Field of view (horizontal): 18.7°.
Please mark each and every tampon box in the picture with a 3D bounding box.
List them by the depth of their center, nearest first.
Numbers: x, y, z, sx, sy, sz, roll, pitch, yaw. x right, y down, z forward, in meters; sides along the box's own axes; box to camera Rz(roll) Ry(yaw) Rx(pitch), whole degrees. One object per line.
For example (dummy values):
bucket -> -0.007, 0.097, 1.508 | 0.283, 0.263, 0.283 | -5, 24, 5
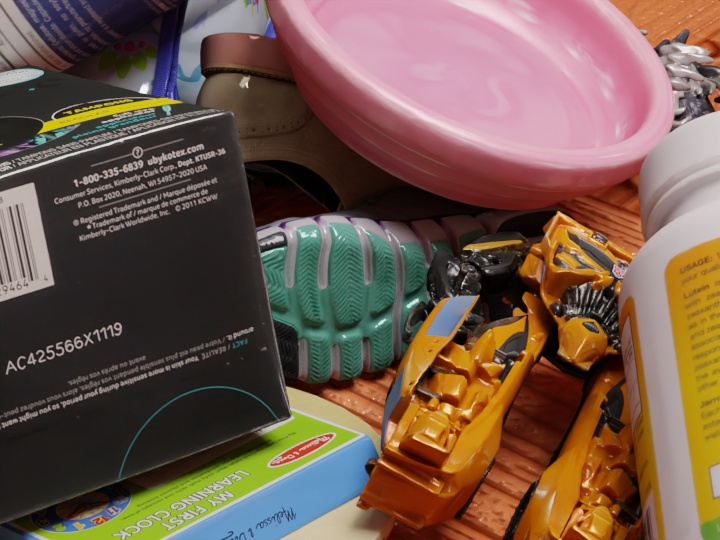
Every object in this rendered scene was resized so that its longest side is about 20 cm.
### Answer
tampon box -> -0.147, 0.002, 0.878 | 0.149, 0.127, 0.199 | -19, 19, -29

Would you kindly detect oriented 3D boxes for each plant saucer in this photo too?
plant saucer -> 0.046, -0.094, 1.008 | 0.199, 0.051, 0.201 | 17, 34, -12

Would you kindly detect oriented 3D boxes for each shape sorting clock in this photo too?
shape sorting clock -> -0.083, 0.092, 0.862 | 0.198, 0.040, 0.200 | -5, 21, 2

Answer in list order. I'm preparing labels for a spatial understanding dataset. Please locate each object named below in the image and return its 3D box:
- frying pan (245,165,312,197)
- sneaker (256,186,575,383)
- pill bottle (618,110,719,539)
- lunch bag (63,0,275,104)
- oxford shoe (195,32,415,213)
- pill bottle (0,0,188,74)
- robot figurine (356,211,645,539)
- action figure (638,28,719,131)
frying pan -> -0.036, -0.054, 1.103 | 0.114, 0.031, 0.191 | 2, 35, 7
sneaker -> 0.000, 0.000, 0.995 | 0.199, 0.075, 0.087 | -5, 20, -29
pill bottle -> 0.154, 0.042, 0.812 | 0.110, 0.111, 0.201 | -1, 55, -2
lunch bag -> -0.146, -0.122, 1.117 | 0.169, 0.128, 0.201 | -5, 39, 19
oxford shoe -> 0.010, -0.057, 1.066 | 0.198, 0.074, 0.071 | 13, -8, -16
pill bottle -> -0.162, -0.140, 1.000 | 0.199, 0.111, 0.111 | -28, 31, 9
robot figurine -> 0.080, 0.049, 0.884 | 0.144, 0.058, 0.200 | 30, 39, 3
action figure -> 0.185, -0.090, 1.098 | 0.199, 0.103, 0.119 | 20, 49, 27
